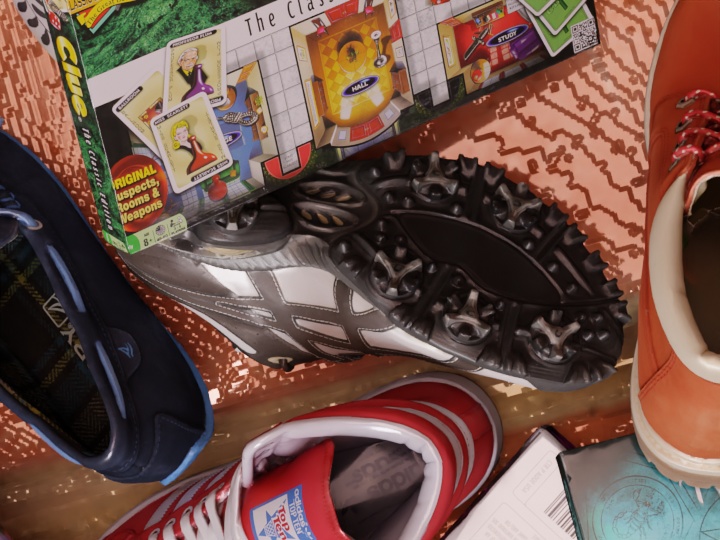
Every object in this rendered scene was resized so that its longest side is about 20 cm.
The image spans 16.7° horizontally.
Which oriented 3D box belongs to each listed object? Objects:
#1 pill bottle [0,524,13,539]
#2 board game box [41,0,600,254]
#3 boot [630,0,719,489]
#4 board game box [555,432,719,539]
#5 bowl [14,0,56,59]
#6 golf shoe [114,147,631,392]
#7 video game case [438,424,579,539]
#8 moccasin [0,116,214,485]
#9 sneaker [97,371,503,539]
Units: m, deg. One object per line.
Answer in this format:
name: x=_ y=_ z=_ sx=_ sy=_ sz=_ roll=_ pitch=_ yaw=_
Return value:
pill bottle: x=-0.206 y=0.091 z=0.906 sx=0.112 sy=0.112 sz=0.200 roll=-43 pitch=74 yaw=8
board game box: x=-0.009 y=-0.091 z=0.839 sx=0.200 sy=0.023 sz=0.105 roll=-26 pitch=119 yaw=-23
boot: x=0.132 y=-0.036 z=0.840 sx=0.075 sy=0.107 sz=0.200 roll=3 pitch=67 yaw=9
board game box: x=0.182 y=0.105 z=0.866 sx=0.200 sy=0.028 sz=0.135 roll=-15 pitch=82 yaw=0
bowl: x=-0.055 y=-0.151 z=0.887 sx=0.200 sy=0.094 sz=0.201 roll=0 pitch=91 yaw=10
golf shoe: x=0.000 y=0.000 z=0.897 sx=0.200 sy=0.095 sz=0.078 roll=23 pitch=59 yaw=6
video game case: x=0.082 y=0.189 z=0.904 sx=0.200 sy=0.036 sz=0.181 roll=41 pitch=96 yaw=7
moccasin: x=-0.133 y=-0.002 z=0.909 sx=0.200 sy=0.068 sz=0.081 roll=39 pitch=104 yaw=19
sneaker: x=-0.044 y=0.103 z=0.885 sx=0.200 sy=0.112 sz=0.071 roll=-33 pitch=88 yaw=10
